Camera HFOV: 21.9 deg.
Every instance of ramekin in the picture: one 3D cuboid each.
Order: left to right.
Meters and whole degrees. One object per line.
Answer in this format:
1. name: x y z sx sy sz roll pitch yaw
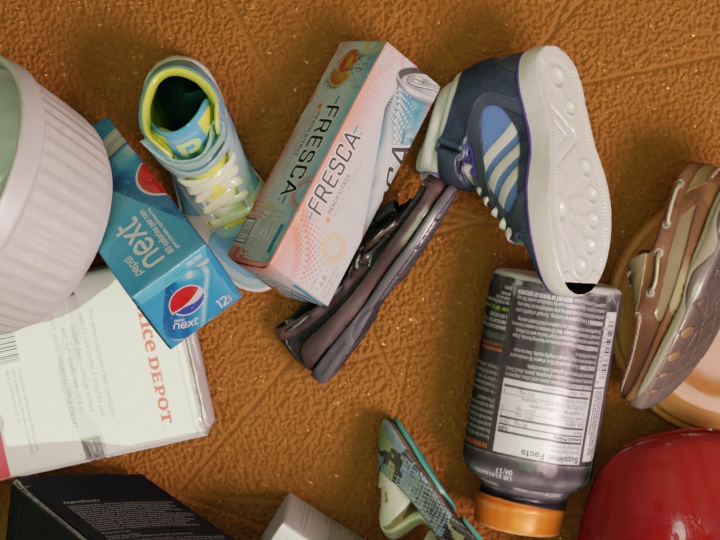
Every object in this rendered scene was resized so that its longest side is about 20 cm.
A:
1. ramekin: -0.273 -0.048 1.370 0.105 0.200 0.201 29 94 -41

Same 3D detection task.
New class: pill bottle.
1. pill bottle: 0.138 0.105 1.461 0.105 0.106 0.202 9 94 0

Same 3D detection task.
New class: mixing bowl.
1. mixing bowl: 0.252 0.188 1.439 0.198 0.200 0.109 -7 68 1

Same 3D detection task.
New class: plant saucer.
1. plant saucer: 0.297 0.036 1.490 0.198 0.037 0.202 0 94 1

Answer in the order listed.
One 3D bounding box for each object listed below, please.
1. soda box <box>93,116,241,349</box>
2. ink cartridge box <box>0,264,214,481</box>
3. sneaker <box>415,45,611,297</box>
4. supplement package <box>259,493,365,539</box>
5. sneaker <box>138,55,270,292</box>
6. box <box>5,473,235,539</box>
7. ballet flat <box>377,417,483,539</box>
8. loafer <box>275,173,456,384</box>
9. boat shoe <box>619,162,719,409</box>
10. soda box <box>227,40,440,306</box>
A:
1. soda box: -0.168 -0.032 1.397 0.068 0.200 0.064 -36 134 -5
2. ink cartridge box: -0.225 0.075 1.470 0.198 0.085 0.147 -12 93 3
3. sneaker: 0.110 -0.065 1.443 0.080 0.146 0.202 4 74 -43
4. supplement package: -0.005 0.285 1.466 0.199 0.117 0.118 32 94 -1
5. sneaker: -0.118 -0.071 1.438 0.079 0.131 0.201 -27 94 1
6. box: -0.184 0.279 1.403 0.123 0.196 0.202 1 102 -35
7. ballet flat: 0.054 0.202 1.449 0.074 0.074 0.200 -40 57 3
8. loafer: 0.000 0.000 1.450 0.063 0.072 0.201 36 116 5
9. boat shoe: 0.245 0.010 1.443 0.072 0.075 0.201 30 104 31
10. soda box: -0.020 -0.076 1.435 0.068 0.063 0.201 35 76 -34
